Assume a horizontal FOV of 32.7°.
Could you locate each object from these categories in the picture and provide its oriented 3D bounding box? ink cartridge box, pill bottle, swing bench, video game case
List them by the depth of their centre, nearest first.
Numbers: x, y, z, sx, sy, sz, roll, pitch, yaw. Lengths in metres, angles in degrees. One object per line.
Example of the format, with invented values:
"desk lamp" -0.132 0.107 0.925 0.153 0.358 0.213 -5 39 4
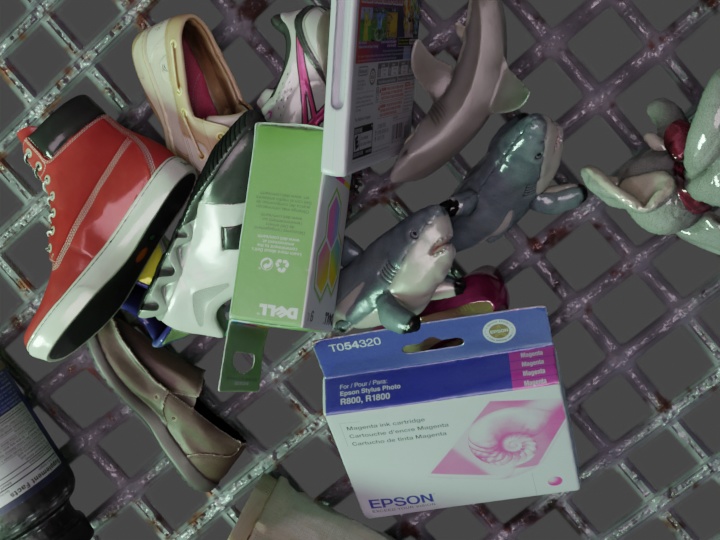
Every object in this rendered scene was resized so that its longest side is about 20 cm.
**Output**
"ink cartridge box" -0.053 -0.003 0.930 0.059 0.104 0.200 7 86 11
"video game case" 0.012 -0.173 0.933 0.023 0.200 0.182 7 102 15
"ink cartridge box" 0.075 0.126 1.031 0.196 0.043 0.200 -10 132 11
"swing bench" -0.039 0.307 1.061 0.199 0.130 0.200 25 84 2
"pill bottle" -0.330 0.179 1.108 0.112 0.112 0.200 -29 98 13

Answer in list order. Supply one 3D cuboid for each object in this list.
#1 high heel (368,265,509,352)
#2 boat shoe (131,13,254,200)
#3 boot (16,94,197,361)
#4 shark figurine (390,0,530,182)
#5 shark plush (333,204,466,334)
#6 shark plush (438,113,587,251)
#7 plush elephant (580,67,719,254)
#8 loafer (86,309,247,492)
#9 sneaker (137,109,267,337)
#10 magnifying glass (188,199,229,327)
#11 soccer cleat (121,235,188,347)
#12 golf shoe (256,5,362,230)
"high heel" 0.043 0.069 1.039 0.067 0.096 0.200 43 104 -3
"boat shoe" -0.121 -0.119 1.021 0.069 0.074 0.200 -20 101 45
"boot" -0.245 -0.038 1.005 0.144 0.072 0.200 33 89 9
"shark figurine" 0.096 -0.167 0.942 0.128 0.089 0.215 -15 125 -30
"shark plush" 0.000 0.000 1.003 0.200 0.091 0.083 -7 108 48
"shark plush" 0.085 -0.060 1.004 0.200 0.083 0.091 -30 78 27
"plush elephant" 0.270 -0.085 0.955 0.155 0.165 0.200 1 70 42
"loafer" -0.171 0.101 1.097 0.071 0.073 0.200 -35 101 3
"sneaker" -0.102 -0.033 0.986 0.088 0.074 0.200 23 115 -10
"magnifying glass" -0.129 -0.041 1.059 0.022 0.080 0.200 -17 90 53
"soccer cleat" -0.208 -0.022 1.054 0.200 0.084 0.065 51 141 -6
"golf shoe" -0.040 -0.119 1.023 0.092 0.073 0.200 8 99 12
